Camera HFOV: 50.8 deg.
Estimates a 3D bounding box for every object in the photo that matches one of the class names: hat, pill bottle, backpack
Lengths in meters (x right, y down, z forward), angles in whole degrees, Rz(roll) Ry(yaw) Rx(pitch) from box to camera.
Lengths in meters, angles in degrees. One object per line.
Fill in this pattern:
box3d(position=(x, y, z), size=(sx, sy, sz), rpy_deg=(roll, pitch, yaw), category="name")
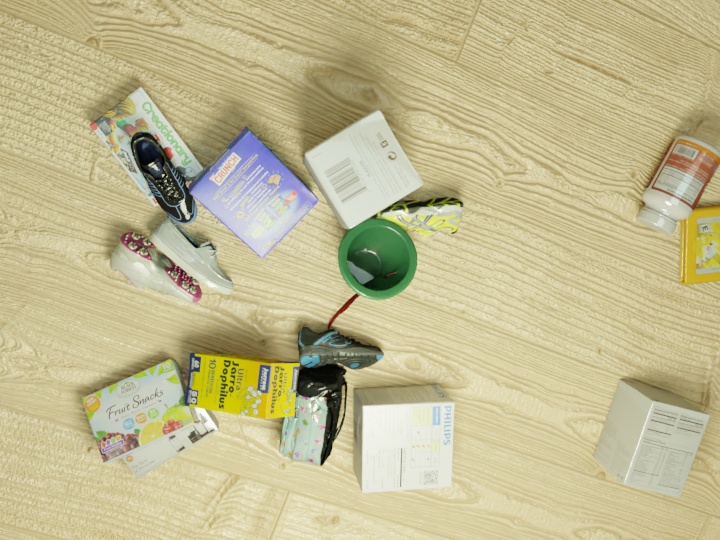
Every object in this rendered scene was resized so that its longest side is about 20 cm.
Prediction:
box3d(position=(0.000, 0.000, 1.602), size=(0.200, 0.176, 0.166), rpy_deg=(-29, 88, -23), category="hat")
box3d(position=(0.686, -0.183, 1.648), size=(0.112, 0.112, 0.200), rpy_deg=(27, 96, -13), category="pill bottle")
box3d(position=(-0.102, 0.307, 1.604), size=(0.126, 0.167, 0.201), rpy_deg=(12, 102, 8), category="backpack")

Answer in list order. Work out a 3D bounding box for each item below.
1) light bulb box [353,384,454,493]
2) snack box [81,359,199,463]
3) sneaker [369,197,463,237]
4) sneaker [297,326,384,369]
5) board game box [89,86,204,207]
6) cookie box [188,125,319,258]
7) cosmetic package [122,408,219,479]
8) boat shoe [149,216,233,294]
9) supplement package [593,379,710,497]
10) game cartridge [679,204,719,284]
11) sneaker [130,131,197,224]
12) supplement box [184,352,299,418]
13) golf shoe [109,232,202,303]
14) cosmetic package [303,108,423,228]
box3d(position=(0.090, 0.362, 1.648), size=(0.199, 0.125, 0.199), rpy_deg=(-1, 100, -10), category="light bulb box")
box3d(position=(-0.450, 0.287, 1.556), size=(0.199, 0.053, 0.143), rpy_deg=(-24, 76, -2), category="snack box")
box3d(position=(0.118, -0.106, 1.593), size=(0.199, 0.075, 0.077), rpy_deg=(-3, 111, -3), category="sneaker")
box3d(position=(-0.040, 0.160, 1.614), size=(0.199, 0.082, 0.073), rpy_deg=(9, 140, -29), category="sneaker")
box3d(position=(-0.419, -0.243, 1.499), size=(0.126, 0.035, 0.200), rpy_deg=(-37, 104, -2), category="board game box")
box3d(position=(-0.212, -0.156, 1.514), size=(0.171, 0.075, 0.200), rpy_deg=(-45, 114, 1), category="cookie box")
box3d(position=(-0.406, 0.350, 1.605), size=(0.200, 0.051, 0.083), rpy_deg=(-32, 103, -2), category="cosmetic package")
box3d(position=(-0.329, -0.031, 1.535), size=(0.201, 0.070, 0.072), rpy_deg=(39, 96, -11), category="boat shoe")
box3d(position=(0.658, 0.379, 1.728), size=(0.150, 0.152, 0.201), rpy_deg=(15, 98, -12), category="supplement package")
box3d(position=(0.827, -0.063, 1.735), size=(0.199, 0.032, 0.177), rpy_deg=(-6, 101, -7), category="game cartridge")
box3d(position=(-0.381, -0.173, 1.460), size=(0.070, 0.078, 0.200), rpy_deg=(-31, 105, -3), category="sneaker")
box3d(position=(-0.237, 0.228, 1.522), size=(0.199, 0.109, 0.109), rpy_deg=(3, 85, 26), category="supplement box")
box3d(position=(-0.415, 0.009, 1.538), size=(0.200, 0.075, 0.092), rpy_deg=(39, 114, -15), category="golf shoe")
box3d(position=(-0.002, -0.192, 1.482), size=(0.166, 0.200, 0.168), rpy_deg=(-32, 96, -3), category="cosmetic package")
